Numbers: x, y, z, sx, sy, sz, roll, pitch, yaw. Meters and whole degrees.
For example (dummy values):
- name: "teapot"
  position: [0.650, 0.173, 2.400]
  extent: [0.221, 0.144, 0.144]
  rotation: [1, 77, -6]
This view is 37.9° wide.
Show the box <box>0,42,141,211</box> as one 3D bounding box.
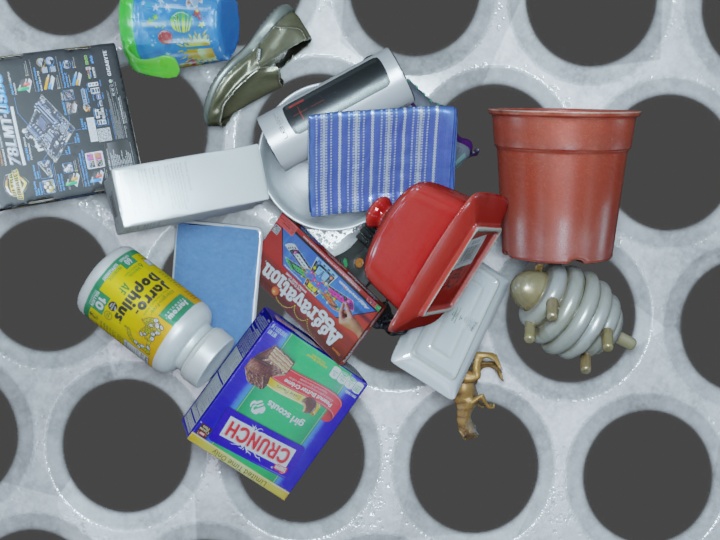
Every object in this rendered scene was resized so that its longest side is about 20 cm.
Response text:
- name: "box"
  position: [-0.411, -0.196, 1.418]
  extent: [0.197, 0.050, 0.201]
  rotation: [-14, 94, -23]

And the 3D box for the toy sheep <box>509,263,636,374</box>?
- name: "toy sheep"
  position: [0.288, 0.061, 1.423]
  extent: [0.199, 0.138, 0.138]
  rotation: [32, 92, -13]

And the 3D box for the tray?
- name: "tray"
  position: [0.128, 0.065, 1.429]
  extent: [0.107, 0.022, 0.201]
  rotation: [33, 67, -11]

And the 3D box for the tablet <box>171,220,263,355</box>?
- name: "tablet"
  position: [-0.205, 0.034, 1.470]
  extent: [0.129, 0.014, 0.202]
  rotation: [6, 93, 12]

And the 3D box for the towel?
- name: "towel"
  position: [0.030, -0.141, 1.370]
  extent: [0.199, 0.024, 0.146]
  rotation: [-6, 121, -12]

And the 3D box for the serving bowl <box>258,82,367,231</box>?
- name: "serving bowl"
  position: [-0.041, -0.155, 1.448]
  extent: [0.199, 0.066, 0.202]
  rotation: [0, 92, 0]

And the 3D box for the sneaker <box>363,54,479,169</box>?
- name: "sneaker"
  position: [0.079, -0.221, 1.458]
  extent: [0.087, 0.074, 0.201]
  rotation: [-32, 86, -29]

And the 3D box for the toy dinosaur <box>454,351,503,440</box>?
- name: "toy dinosaur"
  position: [0.141, 0.140, 1.460]
  extent: [0.106, 0.060, 0.201]
  rotation: [-19, 91, 2]

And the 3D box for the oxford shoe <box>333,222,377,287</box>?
- name: "oxford shoe"
  position: [0.000, 0.000, 1.450]
  extent: [0.200, 0.084, 0.073]
  rotation: [-39, 75, 22]

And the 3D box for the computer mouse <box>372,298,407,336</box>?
- name: "computer mouse"
  position: [0.076, -0.003, 1.443]
  extent: [0.044, 0.110, 0.201]
  rotation: [29, 83, -16]

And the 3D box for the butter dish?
- name: "butter dish"
  position: [0.071, -0.039, 1.311]
  extent: [0.148, 0.200, 0.200]
  rotation: [36, 104, 17]

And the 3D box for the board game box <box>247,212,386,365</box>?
- name: "board game box"
  position: [-0.064, 0.023, 1.428]
  extent: [0.200, 0.019, 0.103]
  rotation: [43, 111, 21]

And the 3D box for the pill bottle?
- name: "pill bottle"
  position: [-0.274, 0.067, 1.421]
  extent: [0.200, 0.113, 0.113]
  rotation: [37, 92, 7]

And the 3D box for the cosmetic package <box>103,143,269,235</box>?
- name: "cosmetic package"
  position: [-0.232, -0.108, 1.402]
  extent: [0.199, 0.113, 0.082]
  rotation: [-14, 91, -20]

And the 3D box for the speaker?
- name: "speaker"
  position: [-0.033, -0.210, 1.374]
  extent: [0.199, 0.081, 0.082]
  rotation: [-27, 91, 2]

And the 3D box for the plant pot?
- name: "plant pot"
  position: [0.265, -0.115, 1.395]
  extent: [0.199, 0.201, 0.197]
  rotation: [1, 100, 0]

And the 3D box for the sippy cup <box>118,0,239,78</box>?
- name: "sippy cup"
  position: [-0.234, -0.329, 1.397]
  extent: [0.129, 0.140, 0.179]
  rotation: [3, 83, 13]

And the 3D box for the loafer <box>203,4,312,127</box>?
- name: "loafer"
  position: [-0.141, -0.271, 1.440]
  extent: [0.070, 0.075, 0.200]
  rotation: [38, 91, 3]

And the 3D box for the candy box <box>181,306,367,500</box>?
- name: "candy box"
  position: [-0.119, 0.182, 1.435]
  extent: [0.169, 0.077, 0.200]
  rotation: [35, 94, -18]
